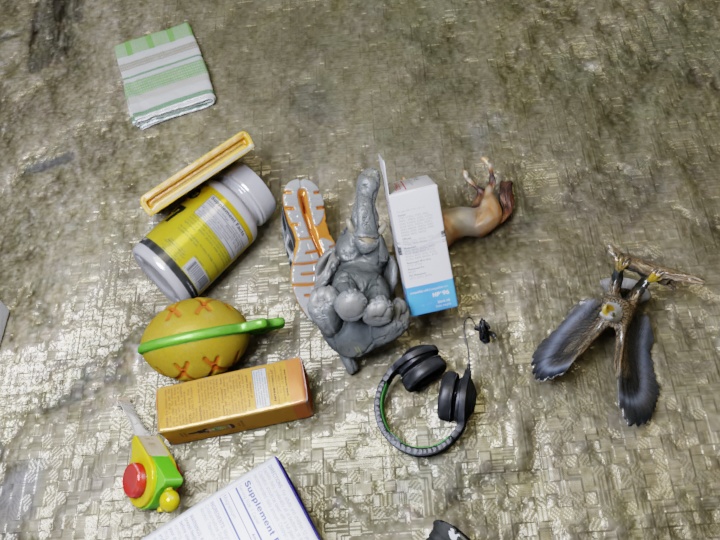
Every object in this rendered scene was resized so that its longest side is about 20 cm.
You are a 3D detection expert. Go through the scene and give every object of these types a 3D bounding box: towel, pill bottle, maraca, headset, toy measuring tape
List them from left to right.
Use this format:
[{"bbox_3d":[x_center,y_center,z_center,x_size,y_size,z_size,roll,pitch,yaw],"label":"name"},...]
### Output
[{"bbox_3d":[-0.282,0.244,1.050,0.073,0.074,0.199,-36,45,-15],"label":"toy measuring tape"},{"bbox_3d":[-0.339,-0.338,1.418,0.146,0.031,0.203,-18,57,-7],"label":"towel"},{"bbox_3d":[-0.220,-0.055,1.182,0.113,0.115,0.200,34,68,23],"label":"pill bottle"},{"bbox_3d":[-0.197,0.088,1.089,0.195,0.137,0.110,-10,86,-7],"label":"maraca"},{"bbox_3d":[0.104,0.147,1.065,0.123,0.094,0.201,36,84,20],"label":"headset"}]

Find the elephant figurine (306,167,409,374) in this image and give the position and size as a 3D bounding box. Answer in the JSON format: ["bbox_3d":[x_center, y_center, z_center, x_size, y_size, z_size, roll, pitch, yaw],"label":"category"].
[{"bbox_3d":[0.000,0.000,1.088,0.153,0.141,0.203,-27,45,29],"label":"elephant figurine"}]

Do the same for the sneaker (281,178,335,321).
[{"bbox_3d":[-0.073,-0.025,1.175,0.076,0.077,0.205,-4,76,-18],"label":"sneaker"}]

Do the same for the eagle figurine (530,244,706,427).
[{"bbox_3d":[0.323,0.076,1.055,0.151,0.149,0.204,25,94,63],"label":"eagle figurine"}]

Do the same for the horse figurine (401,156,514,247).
[{"bbox_3d":[0.145,-0.088,1.193,0.196,0.050,0.135,-13,71,-9],"label":"horse figurine"}]

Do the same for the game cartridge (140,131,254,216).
[{"bbox_3d":[-0.242,-0.140,1.196,0.175,0.200,0.033,-35,103,-9],"label":"game cartridge"}]

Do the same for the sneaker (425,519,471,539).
[{"bbox_3d":[0.138,0.377,0.920,0.199,0.076,0.091,37,79,31],"label":"sneaker"}]

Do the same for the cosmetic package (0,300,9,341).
[{"bbox_3d":[-0.559,0.051,1.106,0.072,0.201,0.104,-2,58,5],"label":"cosmetic package"}]

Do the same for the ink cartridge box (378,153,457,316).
[{"bbox_3d":[0.075,-0.056,1.088,0.066,0.116,0.205,-11,103,0],"label":"ink cartridge box"}]

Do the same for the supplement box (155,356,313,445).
[{"bbox_3d":[-0.164,0.171,1.067,0.195,0.067,0.070,-13,63,-2],"label":"supplement box"}]

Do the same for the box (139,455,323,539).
[{"bbox_3d":[-0.132,0.353,0.935,0.197,0.106,0.185,-30,60,-10],"label":"box"}]
